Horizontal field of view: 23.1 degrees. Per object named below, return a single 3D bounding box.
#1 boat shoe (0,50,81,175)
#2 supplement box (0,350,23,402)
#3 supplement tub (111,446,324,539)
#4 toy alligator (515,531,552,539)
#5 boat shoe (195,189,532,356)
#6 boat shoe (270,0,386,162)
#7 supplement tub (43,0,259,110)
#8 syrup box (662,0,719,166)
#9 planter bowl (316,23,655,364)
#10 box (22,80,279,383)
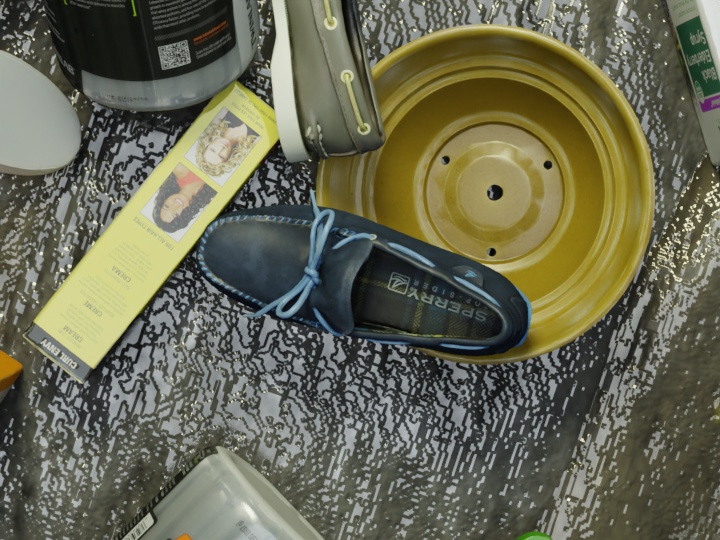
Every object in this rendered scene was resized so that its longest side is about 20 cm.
[{"bbox_3d":[-0.271,-0.103,1.072,0.200,0.070,0.071,15,72,-27],"label":"boat shoe"},{"bbox_3d":[-0.290,0.126,1.046,0.073,0.126,0.200,32,89,-4],"label":"supplement box"},{"bbox_3d":[-0.115,0.214,1.058,0.123,0.123,0.200,44,89,-3],"label":"supplement tub"},{"bbox_3d":[0.038,0.228,1.097,0.200,0.059,0.054,-27,92,-2],"label":"toy alligator"},{"bbox_3d":[0.000,0.000,1.013,0.199,0.069,0.084,7,95,9],"label":"boat shoe"},{"bbox_3d":[-0.022,-0.164,1.009,0.060,0.072,0.202,-3,99,8],"label":"boat shoe"},{"bbox_3d":[-0.125,-0.198,0.978,0.122,0.200,0.123,-2,48,2],"label":"supplement tub"},{"bbox_3d":[0.236,-0.169,1.090,0.081,0.079,0.200,-16,92,-3],"label":"syrup box"},{"bbox_3d":[0.079,-0.047,1.074,0.200,0.083,0.201,1,94,10],"label":"planter bowl"},{"bbox_3d":[-0.124,-0.025,1.079,0.050,0.075,0.200,38,88,-4],"label":"box"}]
